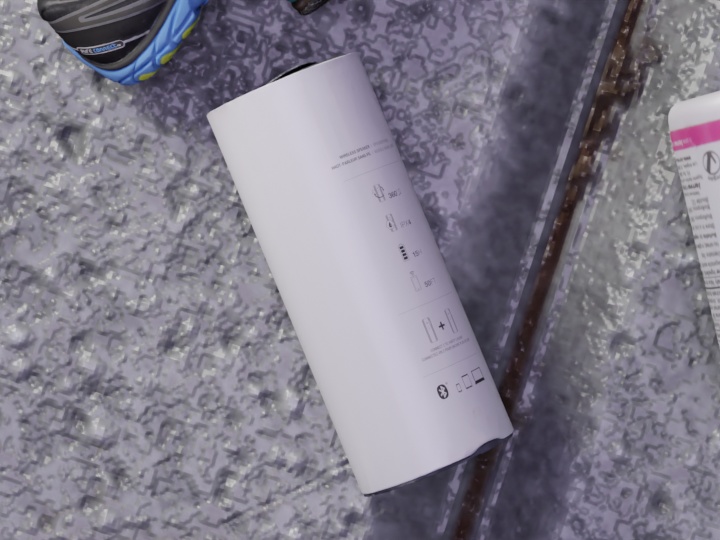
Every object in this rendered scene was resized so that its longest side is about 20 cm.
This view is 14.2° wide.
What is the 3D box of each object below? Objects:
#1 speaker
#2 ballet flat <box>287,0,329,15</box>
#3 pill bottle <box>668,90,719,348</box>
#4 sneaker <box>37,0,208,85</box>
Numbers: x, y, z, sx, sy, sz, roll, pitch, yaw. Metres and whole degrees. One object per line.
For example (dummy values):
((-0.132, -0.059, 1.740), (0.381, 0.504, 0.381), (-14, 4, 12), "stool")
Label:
((0.000, 0.000, 1.367), (0.081, 0.081, 0.200), (-23, 91, 1), "speaker")
((0.018, -0.215, 1.376), (0.075, 0.068, 0.201), (11, 89, -20), "ballet flat")
((0.219, 0.007, 1.348), (0.113, 0.113, 0.201), (-14, 91, 1), "pill bottle")
((-0.086, -0.180, 1.348), (0.083, 0.071, 0.200), (30, 109, -13), "sneaker")
